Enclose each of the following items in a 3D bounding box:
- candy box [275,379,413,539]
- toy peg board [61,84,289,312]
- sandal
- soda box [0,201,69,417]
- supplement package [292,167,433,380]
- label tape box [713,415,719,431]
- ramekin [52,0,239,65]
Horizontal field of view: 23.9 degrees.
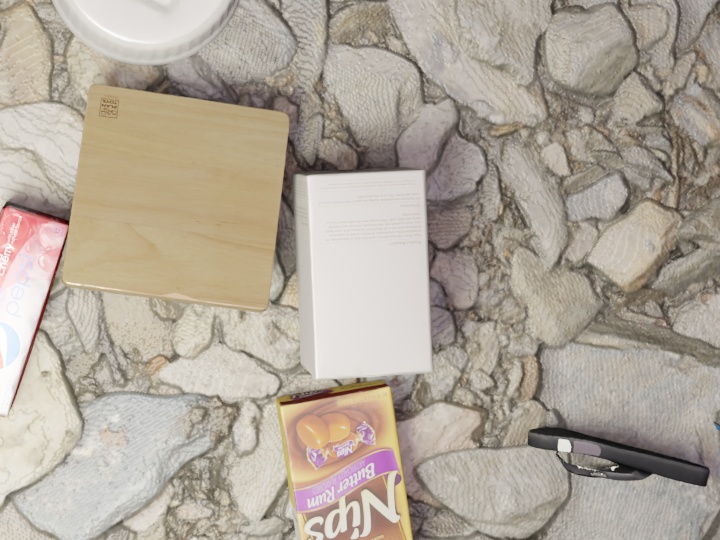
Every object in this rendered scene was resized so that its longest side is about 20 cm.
[{"bbox_3d":[-0.014,0.221,1.744,0.116,0.056,0.201,-10,97,-8],"label":"candy box"},{"bbox_3d":[-0.185,-0.063,1.689,0.199,0.098,0.200,8,78,-10],"label":"toy peg board"},{"bbox_3d":[0.269,0.203,1.774,0.199,0.076,0.043,15,90,-10],"label":"sandal"},{"bbox_3d":[-0.347,0.038,1.675,0.070,0.063,0.201,17,92,-9],"label":"soda box"},{"bbox_3d":[0.000,0.000,1.695,0.121,0.120,0.201,-3,95,-10],"label":"supplement package"},{"bbox_3d":[0.499,0.147,1.811,0.200,0.063,0.144,-45,100,-3],"label":"label tape box"},{"bbox_3d":[-0.207,-0.301,1.652,0.200,0.098,0.201,-1,95,-8],"label":"ramekin"}]
